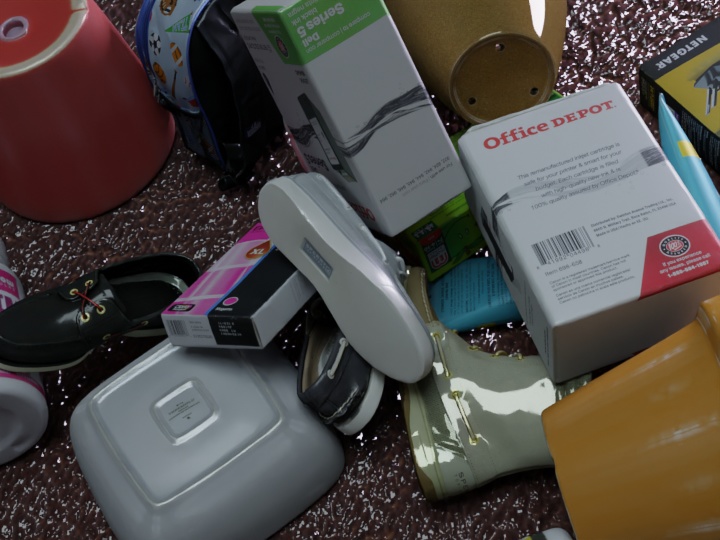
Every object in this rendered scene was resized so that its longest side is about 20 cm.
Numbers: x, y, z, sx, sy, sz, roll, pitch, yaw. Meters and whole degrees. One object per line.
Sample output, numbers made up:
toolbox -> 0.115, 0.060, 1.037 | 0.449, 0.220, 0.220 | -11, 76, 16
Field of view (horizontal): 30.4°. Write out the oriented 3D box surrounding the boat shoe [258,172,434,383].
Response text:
boat shoe -> 0.000, 0.000, 1.044 | 0.068, 0.072, 0.200 | -25, 60, -39

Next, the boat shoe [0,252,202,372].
boat shoe -> -0.225, 0.030, 1.121 | 0.200, 0.063, 0.074 | -15, 59, -36

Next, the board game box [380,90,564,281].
board game box -> 0.112, -0.082, 1.172 | 0.199, 0.048, 0.102 | -33, 40, -10

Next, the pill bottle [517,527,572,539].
pill bottle -> 0.066, 0.261, 0.905 | 0.198, 0.113, 0.113 | -20, 52, 0

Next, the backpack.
backpack -> -0.120, -0.216, 1.250 | 0.153, 0.191, 0.200 | 28, 64, 26

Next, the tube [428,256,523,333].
tube -> 0.146, 0.012, 1.112 | 0.197, 0.051, 0.078 | -9, 47, 17

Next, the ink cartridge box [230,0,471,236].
ink cartridge box -> -0.010, -0.140, 1.073 | 0.083, 0.202, 0.145 | -32, 19, -12

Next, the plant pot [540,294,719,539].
plant pot -> 0.229, 0.129, 0.915 | 0.181, 0.201, 0.202 | -19, 51, 10

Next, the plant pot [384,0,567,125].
plant pot -> 0.109, -0.220, 1.173 | 0.184, 0.188, 0.201 | -14, 39, 3

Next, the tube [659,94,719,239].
tube -> 0.281, -0.048, 1.098 | 0.050, 0.078, 0.202 | -15, 56, 6

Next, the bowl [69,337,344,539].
bowl -> -0.132, 0.131, 1.076 | 0.199, 0.075, 0.200 | -32, 54, -12

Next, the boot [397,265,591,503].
boot -> 0.106, 0.075, 1.056 | 0.153, 0.072, 0.202 | -12, 59, 6

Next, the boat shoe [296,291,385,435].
boat shoe -> -0.017, 0.043, 1.094 | 0.074, 0.060, 0.202 | -37, 32, 36

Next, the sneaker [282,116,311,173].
sneaker -> 0.003, -0.128, 1.240 | 0.075, 0.106, 0.200 | -12, 18, 33

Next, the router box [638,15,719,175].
router box -> 0.374, -0.171, 1.181 | 0.199, 0.052, 0.158 | -33, 54, -10

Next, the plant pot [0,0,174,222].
plant pot -> -0.299, -0.175, 1.276 | 0.198, 0.178, 0.202 | -7, 54, 9

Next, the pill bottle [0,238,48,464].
pill bottle -> -0.342, 0.061, 1.153 | 0.112, 0.114, 0.201 | -21, 52, -2

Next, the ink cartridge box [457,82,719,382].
ink cartridge box -> 0.177, -0.034, 1.033 | 0.143, 0.084, 0.201 | -18, 54, -5

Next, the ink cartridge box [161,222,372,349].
ink cartridge box -> -0.072, -0.001, 1.108 | 0.094, 0.037, 0.200 | -1, 28, 32
